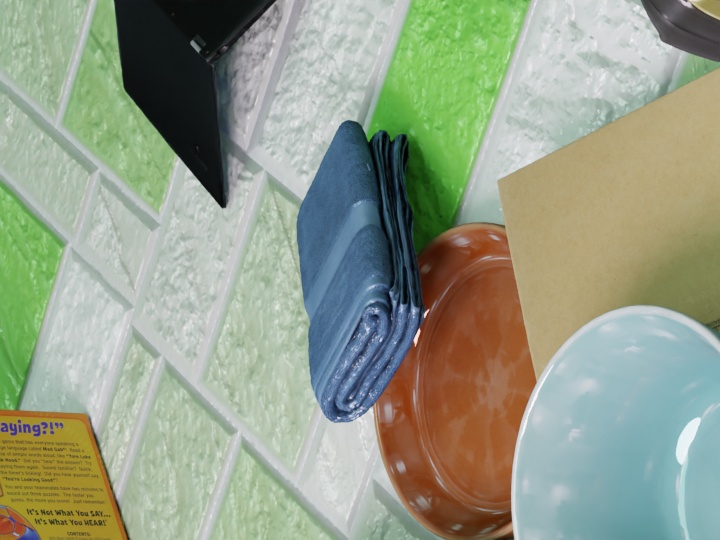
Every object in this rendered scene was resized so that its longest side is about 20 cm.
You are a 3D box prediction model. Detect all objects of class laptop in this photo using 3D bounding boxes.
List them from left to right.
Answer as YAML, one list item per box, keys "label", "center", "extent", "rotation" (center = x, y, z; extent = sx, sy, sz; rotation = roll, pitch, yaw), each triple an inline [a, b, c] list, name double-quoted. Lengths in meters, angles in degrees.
- label: "laptop"
  center: [-0.103, -0.190, 1.854]
  extent: [0.200, 0.116, 0.187]
  rotation: [-45, 46, 3]

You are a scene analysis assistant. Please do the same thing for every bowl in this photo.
- label: "bowl"
  center: [0.183, 0.121, 1.333]
  extent: [0.201, 0.105, 0.201]
  rotation: [-7, 81, 52]

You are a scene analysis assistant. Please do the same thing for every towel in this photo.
- label: "towel"
  center: [0.000, 0.000, 1.612]
  extent: [0.200, 0.048, 0.112]
  rotation: [-98, 30, -50]

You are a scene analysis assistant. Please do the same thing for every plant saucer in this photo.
- label: "plant saucer"
  center: [0.078, 0.071, 1.556]
  extent: [0.200, 0.032, 0.201]
  rotation: [-8, 80, 53]

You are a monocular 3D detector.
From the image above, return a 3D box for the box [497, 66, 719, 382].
- label: "box"
  center: [0.171, -0.014, 1.420]
  extent: [0.200, 0.021, 0.164]
  rotation: [-27, 64, 39]

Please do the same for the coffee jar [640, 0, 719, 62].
- label: "coffee jar"
  center: [0.226, -0.209, 1.340]
  extent: [0.200, 0.085, 0.104]
  rotation: [-48, 37, 38]

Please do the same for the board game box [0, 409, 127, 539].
- label: "board game box"
  center: [-0.313, 0.243, 1.924]
  extent: [0.200, 0.200, 0.200]
  rotation: [-51, 48, 37]
